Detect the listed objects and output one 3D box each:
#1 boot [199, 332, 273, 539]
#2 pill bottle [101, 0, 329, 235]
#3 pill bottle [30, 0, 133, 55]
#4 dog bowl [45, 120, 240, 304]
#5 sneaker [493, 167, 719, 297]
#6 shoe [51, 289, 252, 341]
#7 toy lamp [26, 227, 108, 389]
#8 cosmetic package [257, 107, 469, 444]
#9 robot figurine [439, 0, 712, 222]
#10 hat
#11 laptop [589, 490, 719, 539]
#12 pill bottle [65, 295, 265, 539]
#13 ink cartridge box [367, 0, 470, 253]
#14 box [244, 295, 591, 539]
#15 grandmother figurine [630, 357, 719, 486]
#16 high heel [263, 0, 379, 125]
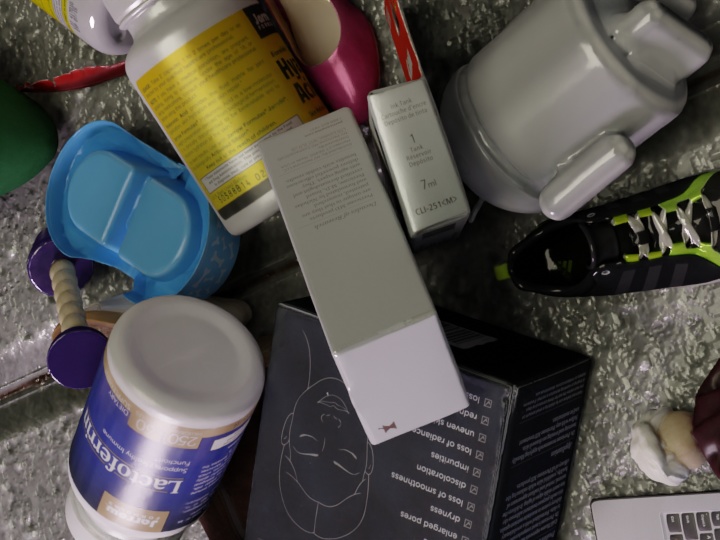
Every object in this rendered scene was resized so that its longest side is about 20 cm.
[{"bbox_3d":[-0.071,0.143,1.289,0.199,0.072,0.167,-26,94,34],"label":"boot"},{"bbox_3d":[-0.101,-0.136,1.198,0.111,0.111,0.201,-30,95,33],"label":"pill bottle"},{"bbox_3d":[-0.235,-0.262,1.292,0.200,0.109,0.110,37,116,23],"label":"pill bottle"},{"bbox_3d":[-0.169,-0.042,1.294,0.200,0.049,0.112,31,100,41],"label":"dog bowl"},{"bbox_3d":[0.179,-0.014,1.071,0.199,0.083,0.072,-17,89,35],"label":"sneaker"},{"bbox_3d":[-0.171,0.052,1.343,0.199,0.053,0.070,-6,114,38],"label":"shoe"},{"bbox_3d":[-0.234,0.022,1.314,0.200,0.058,0.059,-116,43,-59],"label":"toy lamp"},{"bbox_3d":[0.000,0.000,1.075,0.071,0.102,0.201,-21,48,1],"label":"cosmetic package"},{"bbox_3d":[0.130,-0.113,1.068,0.200,0.113,0.170,-38,40,33],"label":"robot figurine"},{"bbox_3d":[-0.265,-0.116,1.394,0.200,0.175,0.167,-151,58,-68],"label":"hat"},{"bbox_3d":[0.230,0.246,1.062,0.199,0.116,0.189,-9,92,34],"label":"laptop"},{"bbox_3d":[-0.150,0.124,1.212,0.116,0.115,0.201,44,134,20],"label":"pill bottle"},{"bbox_3d":[0.025,-0.104,1.098,0.043,0.200,0.175,-19,87,0],"label":"ink cartridge box"},{"bbox_3d":[0.036,0.134,1.168,0.199,0.124,0.198,18,106,31],"label":"box"},{"bbox_3d":[0.257,0.093,1.053,0.199,0.060,0.122,-25,44,39],"label":"grandmother figurine"},{"bbox_3d":[-0.052,-0.196,1.187,0.067,0.096,0.201,-20,87,34],"label":"high heel"}]
